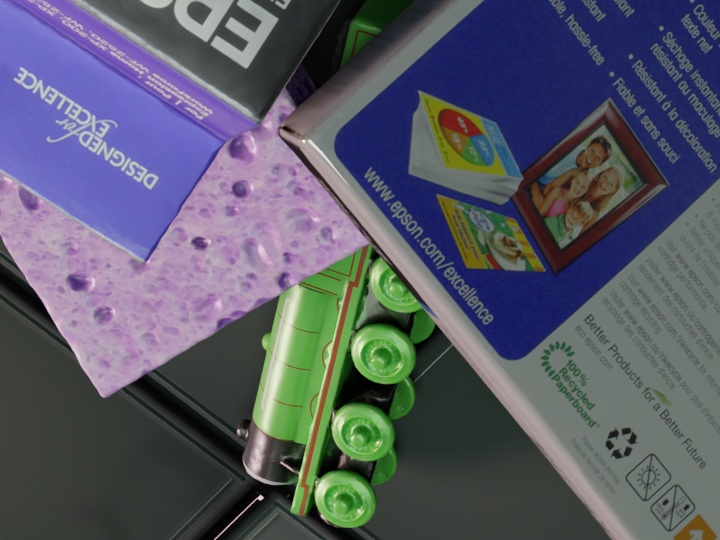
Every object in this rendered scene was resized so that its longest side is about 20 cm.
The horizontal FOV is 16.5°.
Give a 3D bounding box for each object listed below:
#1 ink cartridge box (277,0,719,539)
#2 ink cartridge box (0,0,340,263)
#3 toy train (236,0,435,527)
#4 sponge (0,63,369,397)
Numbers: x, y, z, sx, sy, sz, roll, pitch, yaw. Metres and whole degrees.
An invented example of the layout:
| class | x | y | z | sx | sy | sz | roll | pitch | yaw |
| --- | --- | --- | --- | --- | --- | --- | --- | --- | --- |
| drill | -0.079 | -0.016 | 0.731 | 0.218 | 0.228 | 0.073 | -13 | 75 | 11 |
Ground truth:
| class | x | y | z | sx | sy | sz | roll | pitch | yaw |
| --- | --- | --- | --- | --- | --- | --- | --- | --- | --- |
| ink cartridge box | 0.109 | -0.036 | 0.769 | 0.200 | 0.047 | 0.198 | -42 | 110 | -5 |
| ink cartridge box | -0.088 | -0.133 | 0.712 | 0.198 | 0.043 | 0.201 | 32 | 94 | -12 |
| toy train | 0.000 | 0.000 | 0.823 | 0.056 | 0.042 | 0.201 | 19 | 120 | 7 |
| sponge | -0.086 | -0.070 | 0.776 | 0.111 | 0.030 | 0.201 | -28 | 101 | 20 |
